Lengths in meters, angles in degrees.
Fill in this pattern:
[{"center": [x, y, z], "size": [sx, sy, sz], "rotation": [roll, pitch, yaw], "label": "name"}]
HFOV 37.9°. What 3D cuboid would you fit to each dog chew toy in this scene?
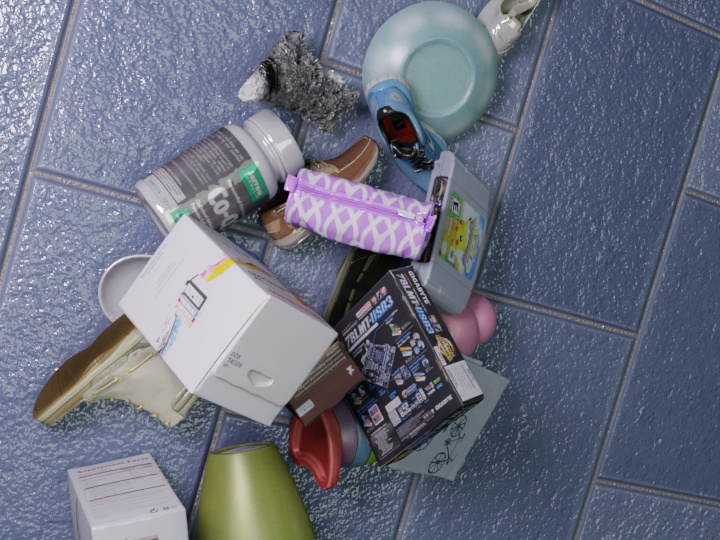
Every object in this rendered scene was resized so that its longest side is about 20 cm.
[{"center": [0.113, 0.089, 1.516], "size": [0.199, 0.124, 0.125], "rotation": [-18, 107, -27], "label": "dog chew toy"}]

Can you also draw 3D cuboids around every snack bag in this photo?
[{"center": [0.131, 0.212, 1.518], "size": [0.200, 0.021, 0.189], "rotation": [26, 94, -54], "label": "snack bag"}]

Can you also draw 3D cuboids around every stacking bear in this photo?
[{"center": [0.014, 0.228, 1.507], "size": [0.199, 0.121, 0.114], "rotation": [-5, 110, -32], "label": "stacking bear"}]

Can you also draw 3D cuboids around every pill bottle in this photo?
[{"center": [-0.179, -0.117, 1.350], "size": [0.200, 0.113, 0.113], "rotation": [-35, 111, -13], "label": "pill bottle"}]

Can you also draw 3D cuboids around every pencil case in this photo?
[{"center": [0.000, -0.072, 1.348], "size": [0.199, 0.086, 0.084], "rotation": [13, 83, 2], "label": "pencil case"}]

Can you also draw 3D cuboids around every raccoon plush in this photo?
[{"center": [-0.084, -0.215, 1.348], "size": [0.134, 0.097, 0.200], "rotation": [41, 39, -12], "label": "raccoon plush"}]

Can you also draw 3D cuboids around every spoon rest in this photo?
[{"center": [-0.245, 0.010, 1.374], "size": [0.199, 0.061, 0.100], "rotation": [-22, 110, -19], "label": "spoon rest"}]

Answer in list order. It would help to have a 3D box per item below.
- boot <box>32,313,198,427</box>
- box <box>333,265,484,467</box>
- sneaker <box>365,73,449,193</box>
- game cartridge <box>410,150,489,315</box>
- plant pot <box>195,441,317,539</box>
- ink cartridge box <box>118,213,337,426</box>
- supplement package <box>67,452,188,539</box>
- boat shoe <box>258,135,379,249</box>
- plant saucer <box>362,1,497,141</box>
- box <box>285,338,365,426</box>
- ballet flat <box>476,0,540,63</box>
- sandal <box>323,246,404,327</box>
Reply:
[{"center": [-0.310, 0.160, 1.369], "size": [0.200, 0.072, 0.155], "rotation": [-40, 124, 2], "label": "boot"}, {"center": [0.048, 0.129, 1.384], "size": [0.050, 0.200, 0.199], "rotation": [-10, 64, -40], "label": "box"}, {"center": [0.064, -0.168, 1.437], "size": [0.078, 0.090, 0.200], "rotation": [-23, 128, 20], "label": "sneaker"}, {"center": [0.127, -0.047, 1.444], "size": [0.133, 0.040, 0.201], "rotation": [35, 64, -56], "label": "game cartridge"}, {"center": [-0.149, 0.341, 1.431], "size": [0.186, 0.187, 0.201], "rotation": [-8, 88, -22], "label": "plant pot"}, {"center": [-0.160, 0.059, 1.263], "size": [0.145, 0.200, 0.147], "rotation": [-53, 140, 4], "label": "ink cartridge box"}, {"center": [-0.297, 0.329, 1.335], "size": [0.117, 0.200, 0.118], "rotation": [-8, 103, -22], "label": "supplement package"}, {"center": [-0.056, -0.117, 1.426], "size": [0.200, 0.076, 0.072], "rotation": [-46, 111, -11], "label": "boat shoe"}, {"center": [0.103, -0.270, 1.461], "size": [0.200, 0.039, 0.202], "rotation": [-5, 111, -12], "label": "plant saucer"}, {"center": [-0.085, 0.121, 1.386], "size": [0.100, 0.200, 0.075], "rotation": [-38, 115, -12], "label": "box"}, {"center": [0.219, -0.371, 1.501], "size": [0.069, 0.069, 0.200], "rotation": [35, 85, -25], "label": "ballet flat"}, {"center": [-0.001, 0.000, 1.485], "size": [0.080, 0.057, 0.202], "rotation": [23, 105, -28], "label": "sandal"}]
